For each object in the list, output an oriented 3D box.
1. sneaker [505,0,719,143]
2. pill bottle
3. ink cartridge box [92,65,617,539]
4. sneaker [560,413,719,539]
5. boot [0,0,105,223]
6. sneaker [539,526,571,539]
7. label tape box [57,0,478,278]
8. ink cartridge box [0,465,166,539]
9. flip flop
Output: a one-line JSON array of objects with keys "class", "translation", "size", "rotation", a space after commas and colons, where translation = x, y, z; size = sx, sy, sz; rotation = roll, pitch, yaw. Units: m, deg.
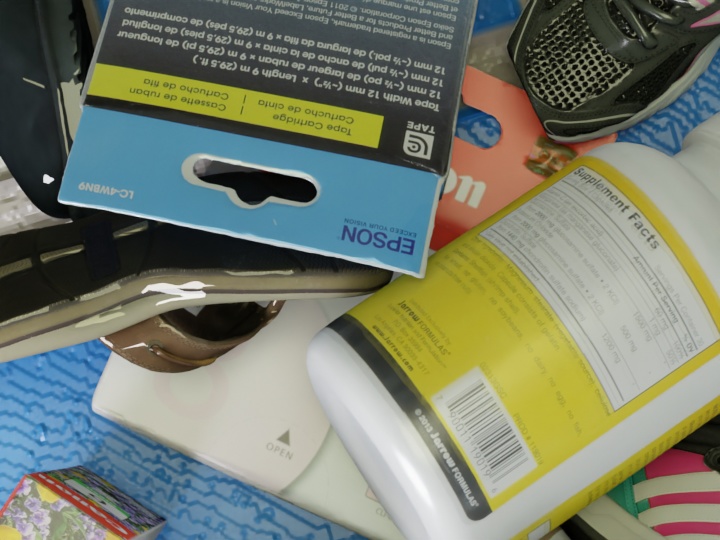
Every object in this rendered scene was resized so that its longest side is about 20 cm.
[{"class": "sneaker", "translation": [0.143, -0.136, 0.820], "size": [0.200, 0.086, 0.080], "rotation": [-41, 83, -2]}, {"class": "pill bottle", "translation": [0.087, 0.022, 0.760], "size": [0.199, 0.112, 0.112], "rotation": [-33, 86, -10]}, {"class": "ink cartridge box", "translation": [0.000, 0.000, 0.834], "size": [0.161, 0.057, 0.201], "rotation": [24, 91, 3]}, {"class": "sneaker", "translation": [0.164, 0.103, 0.764], "size": [0.120, 0.200, 0.084], "rotation": [-35, 121, -10]}, {"class": "boot", "translation": [-0.199, -0.100, 0.830], "size": [0.167, 0.076, 0.202], "rotation": [-14, 82, -2]}, {"class": "sneaker", "translation": [0.055, 0.182, 0.719], "size": [0.109, 0.200, 0.070], "rotation": [47, 132, 7]}, {"class": "label tape box", "translation": [-0.029, -0.084, 0.794], "size": [0.142, 0.066, 0.201], "rotation": [11, 61, 1]}, {"class": "ink cartridge box", "translation": [-0.132, 0.133, 0.748], "size": [0.050, 0.200, 0.109], "rotation": [33, 87, 3]}, {"class": "flip flop", "translation": [-0.083, 0.013, 0.783], "size": [0.198, 0.081, 0.058], "rotation": [-15, 123, -2]}]
